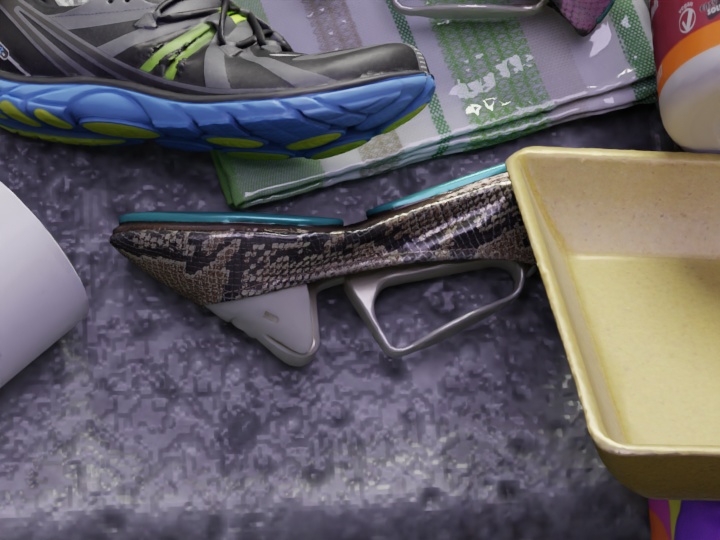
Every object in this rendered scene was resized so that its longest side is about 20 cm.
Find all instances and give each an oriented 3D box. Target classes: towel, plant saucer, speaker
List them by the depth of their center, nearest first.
[{"bbox_3d":[0.164,0.028,1.119,0.199,0.049,0.200,2,34,-10],"label":"plant saucer"},{"bbox_3d":[-0.204,0.048,1.139,0.200,0.081,0.081,-42,76,-18],"label":"speaker"},{"bbox_3d":[0.018,-0.114,1.253,0.199,0.031,0.150,-16,68,-8],"label":"towel"}]

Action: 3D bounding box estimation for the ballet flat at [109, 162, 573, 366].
[{"bbox_3d":[0.000,0.000,1.187,0.199,0.068,0.076,-9,89,-9],"label":"ballet flat"}]

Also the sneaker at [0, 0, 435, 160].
[{"bbox_3d":[-0.067,-0.091,1.187,0.199,0.071,0.083,6,80,18],"label":"sneaker"}]

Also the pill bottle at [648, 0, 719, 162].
[{"bbox_3d":[0.171,-0.152,1.204,0.109,0.110,0.201,-1,66,-5],"label":"pill bottle"}]

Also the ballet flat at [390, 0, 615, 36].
[{"bbox_3d":[0.015,-0.147,1.221,0.199,0.069,0.071,18,88,6],"label":"ballet flat"}]

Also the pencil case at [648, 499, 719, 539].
[{"bbox_3d":[0.156,0.148,1.124,0.088,0.088,0.201,-1,67,-5],"label":"pencil case"}]
